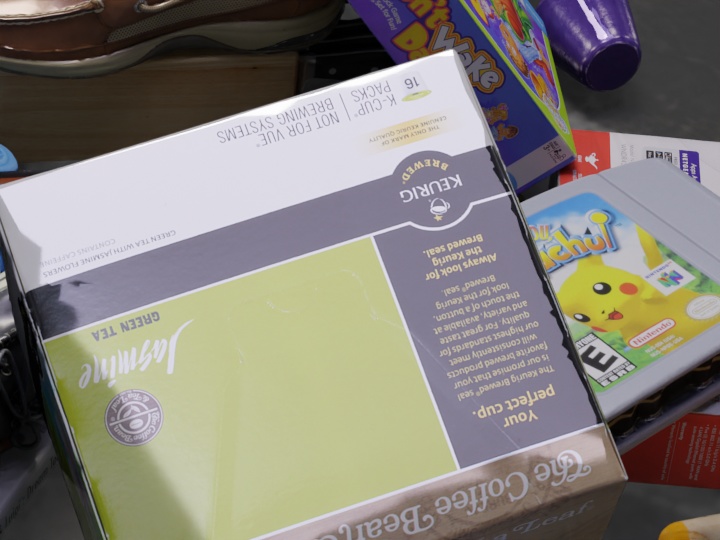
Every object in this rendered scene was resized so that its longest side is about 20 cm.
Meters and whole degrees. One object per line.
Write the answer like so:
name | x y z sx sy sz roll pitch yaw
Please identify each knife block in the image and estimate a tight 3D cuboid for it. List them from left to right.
knife block | -0.066 -0.097 1.517 0.175 0.064 0.200 27 45 23

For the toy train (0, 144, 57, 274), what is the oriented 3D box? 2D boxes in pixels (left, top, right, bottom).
toy train | -0.206 -0.011 1.353 0.199 0.087 0.114 -3 31 -46

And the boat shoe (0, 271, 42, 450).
boat shoe | -0.165 0.050 1.298 0.199 0.075 0.062 -24 54 -22

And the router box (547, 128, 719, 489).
router box | 0.180 0.019 1.428 0.178 0.049 0.201 4 41 -2

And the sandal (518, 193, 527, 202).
sandal | 0.003 0.004 1.418 0.211 0.070 0.078 -8 51 -50

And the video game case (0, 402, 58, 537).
video game case | -0.249 0.083 1.321 0.199 0.024 0.182 21 43 15

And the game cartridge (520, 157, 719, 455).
game cartridge | 0.103 0.020 1.354 0.199 0.041 0.133 -29 46 -30

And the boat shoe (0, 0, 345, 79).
boat shoe | -0.104 -0.148 1.466 0.199 0.074 0.076 -9 43 -17

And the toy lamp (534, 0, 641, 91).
toy lamp | 0.096 -0.169 1.626 0.058 0.058 0.200 -11 45 -19

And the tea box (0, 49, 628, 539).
tea box | -0.024 0.047 1.200 0.199 0.134 0.198 -17 70 -9

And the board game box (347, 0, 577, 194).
board game box | 0.028 -0.147 1.462 0.045 0.200 0.135 -31 32 15

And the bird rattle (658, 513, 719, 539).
bird rattle | 0.217 0.102 1.278 0.162 0.113 0.200 -9 5 32
